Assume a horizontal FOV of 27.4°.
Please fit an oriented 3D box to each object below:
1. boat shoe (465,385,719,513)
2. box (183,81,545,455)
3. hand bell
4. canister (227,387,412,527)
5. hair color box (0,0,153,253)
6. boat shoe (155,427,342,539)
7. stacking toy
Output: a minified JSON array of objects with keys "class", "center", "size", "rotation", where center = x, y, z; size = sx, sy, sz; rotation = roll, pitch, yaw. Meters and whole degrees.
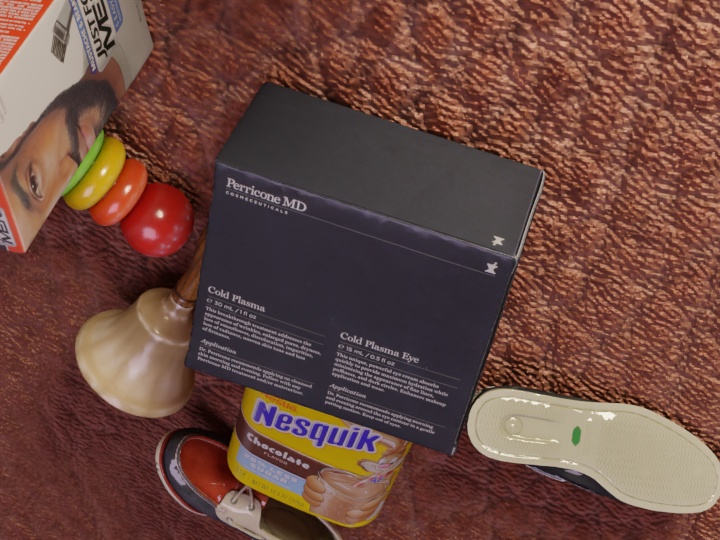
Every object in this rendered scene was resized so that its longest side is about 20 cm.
[{"class":"boat shoe","center":[0.175,0.130,1.113],"size":[0.200,0.072,0.068],"rotation":[17,177,-2]},{"class":"box","center":[0.000,0.000,0.986],"size":[0.200,0.104,0.182],"rotation":[19,131,4]},{"class":"hand bell","center":[-0.129,0.013,1.120],"size":[0.104,0.104,0.200],"rotation":[32,127,-10]},{"class":"canister","center":[-0.023,0.110,1.157],"size":[0.148,0.087,0.200],"rotation":[22,142,2]},{"class":"hair color box","center":[-0.199,-0.121,0.895],"size":[0.064,0.200,0.111],"rotation":[10,139,16]},{"class":"boat shoe","center":[-0.095,0.201,1.298],"size":[0.063,0.071,0.200],"rotation":[-3,142,49]},{"class":"stacking toy","center":[-0.201,-0.078,1.046],"size":[0.200,0.085,0.085],"rotation":[36,139,-22]}]
